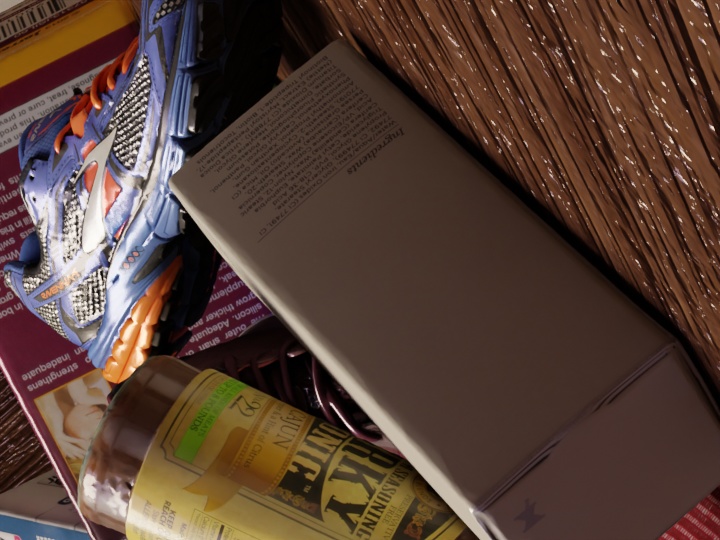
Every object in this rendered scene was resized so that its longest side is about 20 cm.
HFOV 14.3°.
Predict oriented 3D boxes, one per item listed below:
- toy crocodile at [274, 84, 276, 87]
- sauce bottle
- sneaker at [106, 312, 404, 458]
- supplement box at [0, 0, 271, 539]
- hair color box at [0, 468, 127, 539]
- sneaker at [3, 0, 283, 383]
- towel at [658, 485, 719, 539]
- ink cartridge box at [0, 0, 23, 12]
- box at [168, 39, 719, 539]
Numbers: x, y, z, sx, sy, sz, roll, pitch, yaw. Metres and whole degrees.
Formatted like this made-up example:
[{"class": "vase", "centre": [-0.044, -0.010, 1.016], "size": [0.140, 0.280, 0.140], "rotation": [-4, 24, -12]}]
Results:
[{"class": "toy crocodile", "centre": [-0.073, -0.072, 1.305], "size": [0.068, 0.062, 0.200], "rotation": [49, 175, 9]}, {"class": "sauce bottle", "centre": [0.009, 0.092, 0.922], "size": [0.199, 0.065, 0.065], "rotation": [23, 170, 11]}, {"class": "sneaker", "centre": [-0.017, 0.052, 0.992], "size": [0.200, 0.115, 0.076], "rotation": [-15, 93, 53]}, {"class": "supplement box", "centre": [-0.102, -0.006, 1.142], "size": [0.200, 0.110, 0.086], "rotation": [64, 178, -18]}, {"class": "hair color box", "centre": [-0.057, 0.119, 1.191], "size": [0.200, 0.100, 0.061], "rotation": [7, 113, 44]}, {"class": "sneaker", "centre": [-0.085, -0.042, 1.023], "size": [0.078, 0.075, 0.200], "rotation": [25, 127, 8]}, {"class": "towel", "centre": [0.068, 0.114, 0.982], "size": [0.023, 0.144, 0.200], "rotation": [24, -167, -38]}, {"class": "ink cartridge box", "centre": [-0.176, -0.111, 1.294], "size": [0.067, 0.115, 0.201], "rotation": [-133, 23, -81]}, {"class": "box", "centre": [0.026, 0.013, 0.903], "size": [0.200, 0.082, 0.068], "rotation": [47, 175, 45]}]
